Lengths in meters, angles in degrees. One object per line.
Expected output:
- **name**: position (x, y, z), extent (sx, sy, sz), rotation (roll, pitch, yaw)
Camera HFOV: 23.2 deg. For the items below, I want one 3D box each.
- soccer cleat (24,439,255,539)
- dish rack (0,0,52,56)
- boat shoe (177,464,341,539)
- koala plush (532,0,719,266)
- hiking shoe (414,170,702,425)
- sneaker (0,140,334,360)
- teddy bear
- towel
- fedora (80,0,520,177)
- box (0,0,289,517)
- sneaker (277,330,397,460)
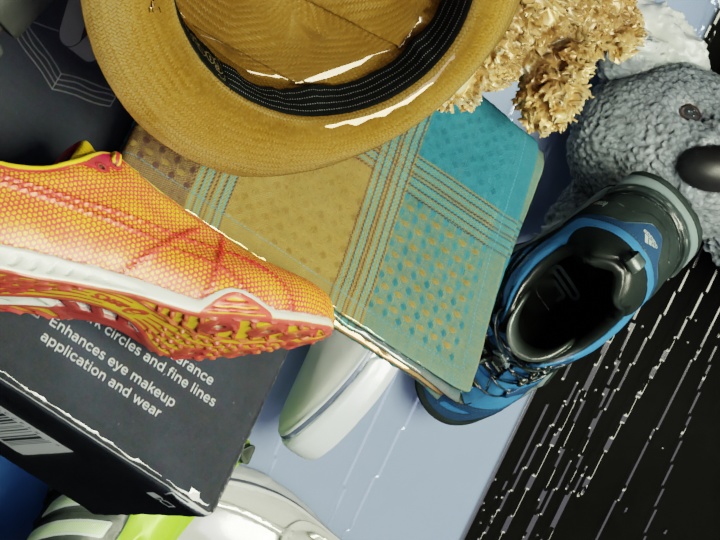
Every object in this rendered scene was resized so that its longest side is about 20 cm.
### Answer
- **soccer cleat**: position (-0.136, 0.134, 0.886), extent (0.200, 0.081, 0.068), rotation (-50, 132, -17)
- **dish rack**: position (-0.185, -0.174, 0.730), extent (0.153, 0.200, 0.055), rotation (-48, 154, -10)
- **boat shoe**: position (-0.036, 0.173, 0.958), extent (0.200, 0.066, 0.072), rotation (41, 91, -26)
- **koala plush**: position (0.200, -0.053, 0.937), extent (0.199, 0.184, 0.178), rotation (10, 102, 0)
- **hiking shoe**: position (0.082, 0.023, 0.901), extent (0.074, 0.087, 0.200), rotation (48, 129, 4)
- **sneaker**: position (-0.090, -0.012, 0.708), extent (0.200, 0.073, 0.077), rotation (19, 62, -35)
- **teddy bear**: position (0.060, -0.125, 0.839), extent (0.145, 0.200, 0.067), rotation (35, 126, 4)
- **towel**: position (-0.007, -0.050, 0.802), extent (0.200, 0.022, 0.147), rotation (34, 63, -25)
- **fedora**: position (-0.027, -0.133, 0.698), extent (0.200, 0.082, 0.201), rotation (-16, 132, -19)
- **box**: position (-0.126, -0.021, 0.796), extent (0.196, 0.117, 0.200), rotation (37, 65, -25)
- **sneaker**: position (0.000, 0.000, 0.920), extent (0.071, 0.073, 0.200), rotation (30, 87, -16)
